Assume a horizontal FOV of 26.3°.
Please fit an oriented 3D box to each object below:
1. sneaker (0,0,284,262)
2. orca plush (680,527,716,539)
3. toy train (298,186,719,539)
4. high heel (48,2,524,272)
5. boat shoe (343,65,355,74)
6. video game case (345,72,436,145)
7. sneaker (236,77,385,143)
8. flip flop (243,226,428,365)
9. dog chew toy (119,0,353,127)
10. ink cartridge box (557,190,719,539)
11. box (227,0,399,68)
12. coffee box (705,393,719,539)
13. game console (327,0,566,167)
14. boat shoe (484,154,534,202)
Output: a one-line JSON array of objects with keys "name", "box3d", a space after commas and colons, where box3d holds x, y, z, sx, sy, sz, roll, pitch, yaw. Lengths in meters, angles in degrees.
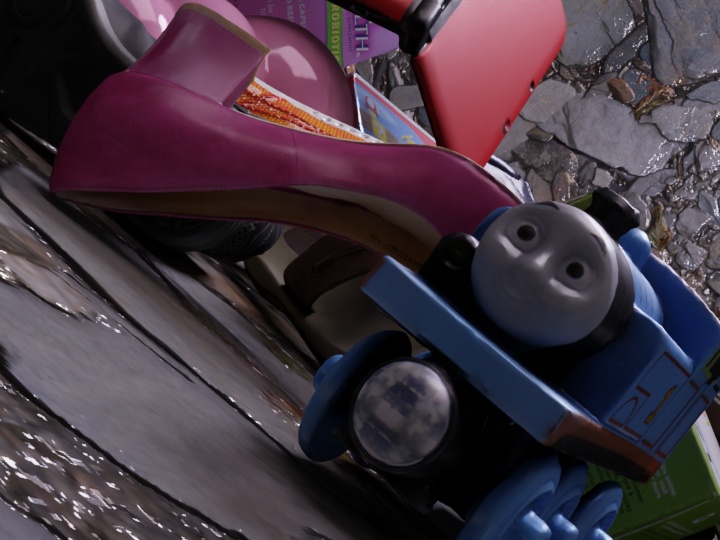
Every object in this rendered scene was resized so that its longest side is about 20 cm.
[{"name": "sneaker", "box3d": [-0.104, -0.073, 0.699, 0.199, 0.076, 0.114, 42, 2, 22]}, {"name": "orca plush", "box3d": [0.132, 0.118, 0.937, 0.200, 0.071, 0.106, -125, -149, -46]}, {"name": "toy train", "box3d": [0.056, 0.035, 0.487, 0.087, 0.114, 0.200, 38, 2, 22]}, {"name": "high heel", "box3d": [-0.015, -0.015, 0.579, 0.200, 0.096, 0.067, 36, -26, -4]}, {"name": "boat shoe", "box3d": [-0.010, -0.084, 1.176, 0.072, 0.067, 0.201, -34, -110, 59]}, {"name": "video game case", "box3d": [0.039, -0.017, 1.003, 0.143, 0.017, 0.201, 35, 39, -42]}, {"name": "sneaker", "box3d": [-0.062, -0.063, 0.792, 0.199, 0.073, 0.077, 18, 24, -5]}, {"name": "flip flop", "box3d": [0.004, -0.002, 0.677, 0.200, 0.081, 0.058, 38, -40, 55]}, {"name": "dog chew toy", "box3d": [-0.097, -0.104, 0.883, 0.200, 0.125, 0.124, 23, 12, -44]}, {"name": "ink cartridge box", "box3d": [0.128, 0.062, 0.755, 0.200, 0.076, 0.148, 30, 39, -66]}, {"name": "box", "box3d": [-0.090, -0.198, 1.053, 0.176, 0.200, 0.097, 32, -44, 43]}, {"name": "coffee box", "box3d": [0.236, 0.129, 0.801, 0.200, 0.080, 0.113, 64, -5, -35]}, {"name": "game console", "box3d": [0.039, -0.177, 0.979, 0.172, 0.200, 0.119, 26, -42, 9]}, {"name": "boat shoe", "box3d": [0.115, -0.001, 1.016, 0.200, 0.074, 0.093, 42, 43, -34]}]
